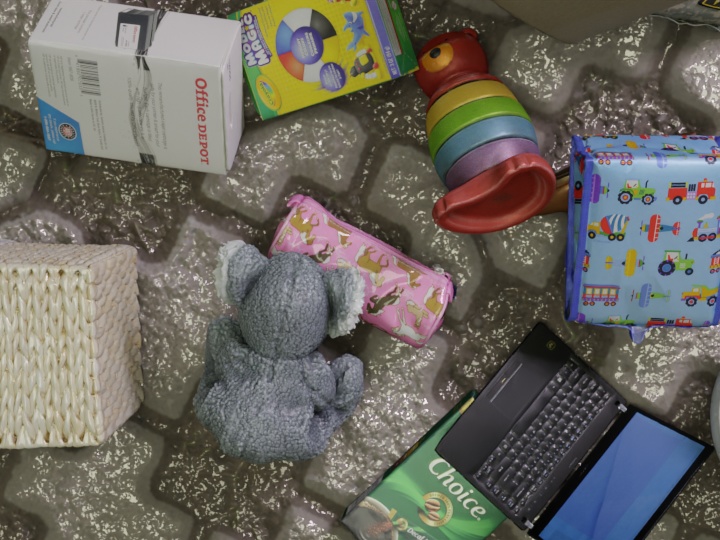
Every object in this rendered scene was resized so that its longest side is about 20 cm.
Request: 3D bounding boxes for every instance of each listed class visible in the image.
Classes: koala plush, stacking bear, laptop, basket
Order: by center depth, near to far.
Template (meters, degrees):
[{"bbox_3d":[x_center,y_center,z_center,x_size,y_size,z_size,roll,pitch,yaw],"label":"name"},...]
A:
[{"bbox_3d":[0.110,-0.148,1.518,0.121,0.114,0.201,-29,64,22],"label":"stacking bear"},{"bbox_3d":[-0.077,0.071,1.526,0.176,0.184,0.201,18,117,4],"label":"koala plush"},{"bbox_3d":[0.211,0.178,1.532,0.200,0.103,0.177,43,77,-4],"label":"laptop"},{"bbox_3d":[-0.324,0.072,1.577,0.160,0.200,0.200,-1,97,6],"label":"basket"}]

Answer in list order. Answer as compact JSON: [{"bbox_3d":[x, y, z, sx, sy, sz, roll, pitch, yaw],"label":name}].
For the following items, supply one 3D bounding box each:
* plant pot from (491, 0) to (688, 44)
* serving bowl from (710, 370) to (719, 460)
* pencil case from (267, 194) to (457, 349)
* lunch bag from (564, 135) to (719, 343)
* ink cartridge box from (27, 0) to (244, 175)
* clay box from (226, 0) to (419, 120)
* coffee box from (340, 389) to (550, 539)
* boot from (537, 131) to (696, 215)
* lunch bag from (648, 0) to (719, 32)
[{"bbox_3d":[0.186,-0.332,1.361,0.199,0.176,0.201,-15,78,48],"label":"plant pot"},{"bbox_3d":[0.430,0.144,1.527,0.199,0.066,0.201,0,88,-17],"label":"serving bowl"},{"bbox_3d":[0.000,0.000,1.581,0.199,0.083,0.087,28,75,5],"label":"pencil case"},{"bbox_3d":[0.278,-0.023,1.479,0.150,0.094,0.201,1,109,-1],"label":"lunch bag"},{"bbox_3d":[-0.222,-0.187,1.558,0.199,0.084,0.145,9,137,7],"label":"ink cartridge box"},{"bbox_3d":[-0.050,-0.226,1.544,0.199,0.048,0.116,-15,99,31],"label":"clay box"},{"bbox_3d":[0.089,0.236,1.613,0.200,0.044,0.123,-43,89,10],"label":"coffee box"},{"bbox_3d":[0.269,-0.040,1.551,0.199,0.077,0.156,-16,98,2],"label":"boot"},{"bbox_3d":[0.335,-0.327,1.449,0.117,0.163,0.201,34,115,48],"label":"lunch bag"}]
